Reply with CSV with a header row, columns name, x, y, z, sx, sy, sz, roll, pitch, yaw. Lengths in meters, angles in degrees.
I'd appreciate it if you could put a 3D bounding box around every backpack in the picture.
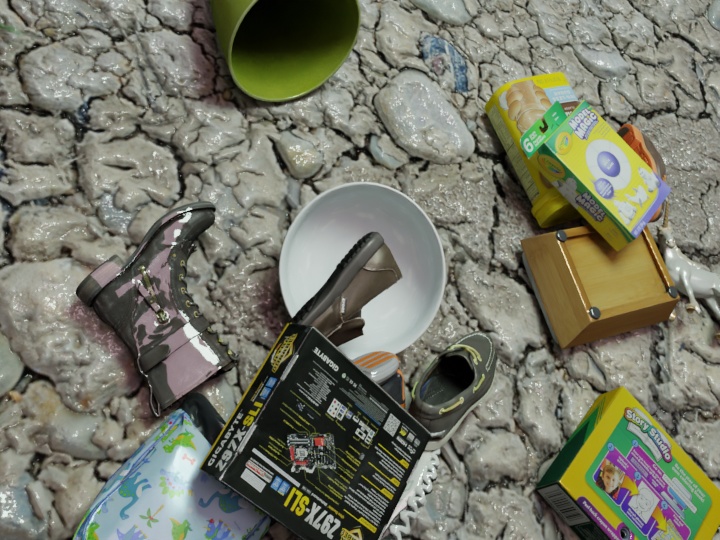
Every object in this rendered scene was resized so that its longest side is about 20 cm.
name,x,y,z,sx,sy,sz,roll,pitch,yaw
backpack,-0.183,0.240,0.720,0.199,0.154,0.164,-38,91,-18

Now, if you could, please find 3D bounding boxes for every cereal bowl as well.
name,x,y,z,sx,sy,sz,roll,pitch,yaw
cereal bowl,0.000,0.000,0.898,0.195,0.083,0.206,0,93,-5

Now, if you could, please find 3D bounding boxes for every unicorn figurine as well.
name,x,y,z,sx,sy,sz,roll,pitch,yaw
unicorn figurine,0.490,0.015,1.120,0.198,0.074,0.140,31,49,-22

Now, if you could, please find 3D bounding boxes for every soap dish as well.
name,x,y,z,sx,sy,sz,roll,pitch,yaw
soap dish,0.333,0.008,1.047,0.196,0.081,0.161,-11,72,-24

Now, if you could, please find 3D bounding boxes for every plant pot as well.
name,x,y,z,sx,sy,sz,roll,pitch,yaw
plant pot,-0.125,-0.361,0.991,0.184,0.189,0.202,-17,59,-27

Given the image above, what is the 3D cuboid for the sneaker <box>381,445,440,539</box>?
name,x,y,z,sx,sy,sz,roll,pitch,yaw
sneaker,0.025,0.253,0.827,0.080,0.076,0.202,30,59,4

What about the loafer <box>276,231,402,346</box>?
name,x,y,z,sx,sy,sz,roll,pitch,yaw
loafer,-0.026,0.054,0.822,0.071,0.073,0.201,40,93,-8

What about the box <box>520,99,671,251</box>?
name,x,y,z,sx,sy,sz,roll,pitch,yaw
box,0.315,-0.140,1.024,0.200,0.048,0.117,45,60,3

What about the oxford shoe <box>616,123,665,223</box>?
name,x,y,z,sx,sy,sz,roll,pitch,yaw
oxford shoe,0.434,-0.142,1.139,0.072,0.072,0.203,22,46,-16

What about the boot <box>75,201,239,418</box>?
name,x,y,z,sx,sy,sz,roll,pitch,yaw
boot,-0.195,0.039,0.841,0.199,0.069,0.175,-42,89,-23

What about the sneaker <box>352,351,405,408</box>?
name,x,y,z,sx,sy,sz,roll,pitch,yaw
sneaker,-0.028,0.175,0.815,0.196,0.077,0.115,-20,106,-24

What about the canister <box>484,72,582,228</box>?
name,x,y,z,sx,sy,sz,roll,pitch,yaw
canister,0.281,-0.180,1.108,0.146,0.087,0.203,-16,72,-26

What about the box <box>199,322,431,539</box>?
name,x,y,z,sx,sy,sz,roll,pitch,yaw
box,-0.034,0.174,0.734,0.200,0.049,0.161,44,68,-29

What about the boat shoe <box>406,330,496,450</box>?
name,x,y,z,sx,sy,sz,roll,pitch,yaw
boat shoe,0.115,0.125,0.891,0.071,0.062,0.201,22,38,19

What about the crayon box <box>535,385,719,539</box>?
name,x,y,z,sx,sy,sz,roll,pitch,yaw
crayon box,0.341,0.279,0.944,0.200,0.058,0.172,47,58,3
